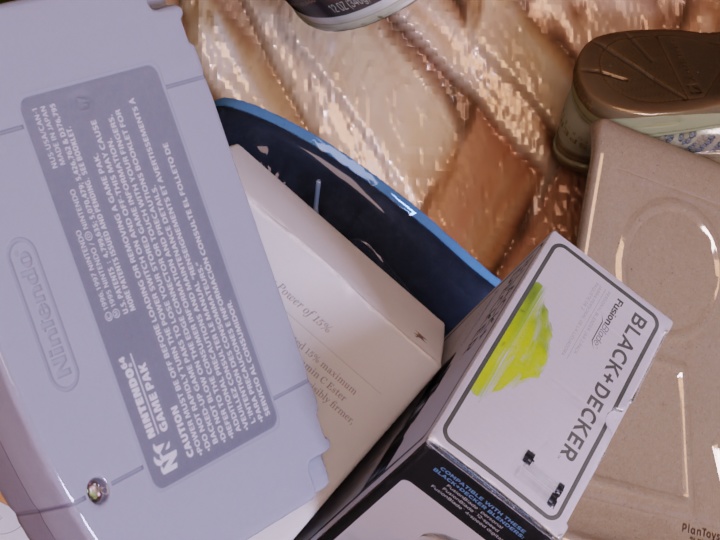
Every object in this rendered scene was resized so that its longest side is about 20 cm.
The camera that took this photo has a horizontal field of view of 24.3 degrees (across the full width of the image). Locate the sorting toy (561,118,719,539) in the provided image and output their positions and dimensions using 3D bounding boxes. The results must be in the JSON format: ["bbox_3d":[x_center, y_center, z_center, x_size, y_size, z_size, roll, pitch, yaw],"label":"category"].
[{"bbox_3d":[0.164,0.047,0.793,0.184,0.036,0.202,17,74,-30],"label":"sorting toy"}]

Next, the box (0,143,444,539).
[{"bbox_3d":[-0.074,0.064,0.691,0.124,0.097,0.200,41,98,-2],"label":"box"}]

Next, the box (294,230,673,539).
[{"bbox_3d":[0.033,0.082,0.681,0.060,0.200,0.117,38,54,-3],"label":"box"}]

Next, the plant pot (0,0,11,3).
[{"bbox_3d":[-0.210,-0.187,0.719,0.185,0.187,0.202,7,65,-11],"label":"plant pot"}]

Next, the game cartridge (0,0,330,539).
[{"bbox_3d":[-0.086,0.005,0.574,0.133,0.040,0.202,-24,97,-53],"label":"game cartridge"}]

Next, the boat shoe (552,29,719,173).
[{"bbox_3d":[0.193,-0.082,0.839,0.198,0.063,0.074,1,52,-14],"label":"boat shoe"}]

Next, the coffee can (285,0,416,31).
[{"bbox_3d":[-0.039,-0.222,0.723,0.200,0.146,0.147,40,71,-34],"label":"coffee can"}]

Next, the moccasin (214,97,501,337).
[{"bbox_3d":[0.000,0.000,0.766,0.199,0.080,0.068,36,79,-2],"label":"moccasin"}]
